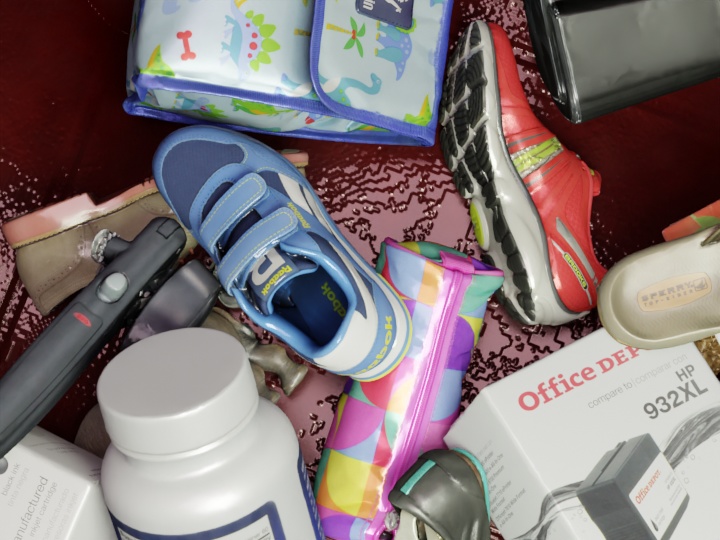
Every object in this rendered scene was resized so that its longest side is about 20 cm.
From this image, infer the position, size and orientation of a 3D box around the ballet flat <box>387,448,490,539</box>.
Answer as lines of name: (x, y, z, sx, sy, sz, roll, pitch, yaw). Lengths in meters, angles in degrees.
ballet flat: (0.052, 0.201, 1.610, 0.068, 0.068, 0.200, -30, 118, -32)

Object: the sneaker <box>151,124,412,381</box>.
sneaker: (-0.054, -0.015, 1.592, 0.200, 0.082, 0.074, 43, 106, 15)

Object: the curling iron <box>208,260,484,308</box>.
curling iron: (0.000, 0.000, 1.690, 0.200, 0.026, 0.050, 0, 86, 2)

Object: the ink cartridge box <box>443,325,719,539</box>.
ink cartridge box: (0.167, 0.138, 1.587, 0.145, 0.084, 0.200, -25, 74, -26)

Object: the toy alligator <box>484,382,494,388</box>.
toy alligator: (0.145, 0.149, 1.656, 0.200, 0.054, 0.059, 42, 60, 6)

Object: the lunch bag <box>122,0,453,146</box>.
lunch bag: (-0.039, -0.173, 1.668, 0.200, 0.127, 0.170, 9, 82, -9)

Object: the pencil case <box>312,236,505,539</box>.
pencil case: (0.028, 0.081, 1.642, 0.088, 0.088, 0.200, 13, 91, 3)

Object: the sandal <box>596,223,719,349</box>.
sandal: (0.234, -0.008, 1.557, 0.200, 0.054, 0.080, -20, 77, 4)

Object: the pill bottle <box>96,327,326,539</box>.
pill bottle: (-0.088, 0.139, 1.572, 0.120, 0.120, 0.200, -14, 122, 0)

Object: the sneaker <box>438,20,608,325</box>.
sneaker: (0.108, -0.063, 1.682, 0.085, 0.077, 0.200, -11, 81, -23)

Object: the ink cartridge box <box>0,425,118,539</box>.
ink cartridge box: (-0.257, 0.151, 1.626, 0.200, 0.085, 0.146, 25, 94, 19)

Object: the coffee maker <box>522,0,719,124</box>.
coffee maker: (0.209, -0.157, 1.646, 0.200, 0.135, 0.192, -16, 84, 0)

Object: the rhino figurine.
rhino figurine: (-0.130, 0.108, 1.666, 0.087, 0.060, 0.200, 42, 92, 5)

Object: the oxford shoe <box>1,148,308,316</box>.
oxford shoe: (-0.122, -0.027, 1.683, 0.200, 0.070, 0.075, -17, 93, 8)

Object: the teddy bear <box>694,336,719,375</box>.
teddy bear: (0.273, 0.035, 1.666, 0.145, 0.067, 0.200, 39, 93, 15)

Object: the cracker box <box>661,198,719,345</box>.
cracker box: (0.287, 0.035, 1.597, 0.134, 0.058, 0.200, -28, 75, 10)

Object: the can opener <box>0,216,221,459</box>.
can opener: (-0.166, 0.040, 1.588, 0.079, 0.063, 0.200, 35, 53, 17)
